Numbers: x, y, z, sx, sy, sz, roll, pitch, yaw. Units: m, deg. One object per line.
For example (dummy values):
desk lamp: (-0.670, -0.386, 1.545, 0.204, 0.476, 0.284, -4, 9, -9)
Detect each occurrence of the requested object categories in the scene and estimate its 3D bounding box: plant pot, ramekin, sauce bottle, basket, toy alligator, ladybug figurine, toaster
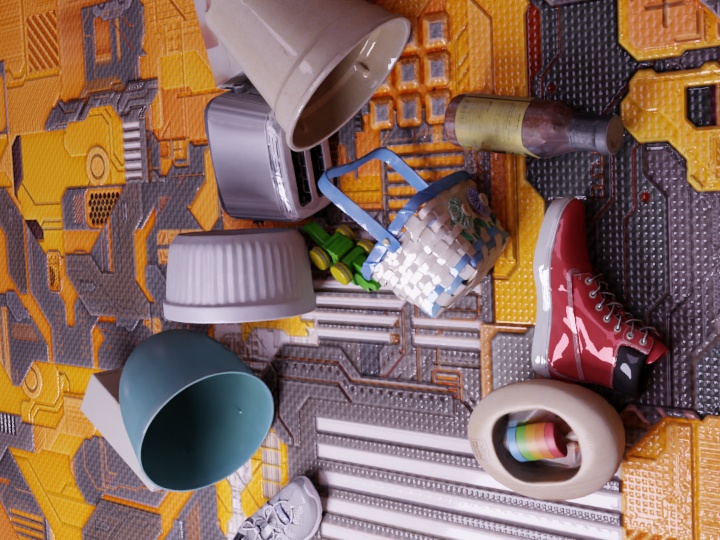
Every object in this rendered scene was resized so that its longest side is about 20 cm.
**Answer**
plant pot: (-0.074, -0.276, 1.219, 0.183, 0.200, 0.201, 45, 123, 9)
ramekin: (-0.156, 0.002, 1.347, 0.199, 0.199, 0.106, 3, 98, 41)
sauce bottle: (0.184, -0.153, 1.124, 0.199, 0.066, 0.067, 15, 104, 41)
basket: (0.061, -0.058, 1.176, 0.199, 0.176, 0.140, 38, 120, 10)
toy alligator: (0.000, 0.000, 1.313, 0.199, 0.059, 0.054, 34, 156, 34)
ladybug figurine: (0.202, 0.177, 1.130, 0.199, 0.072, 0.137, -10, 101, 45)
toaster: (-0.114, -0.140, 1.347, 0.128, 0.113, 0.202, 10, 117, 38)
plant pot: (-0.244, 0.177, 1.458, 0.161, 0.199, 0.202, 45, 122, 43)

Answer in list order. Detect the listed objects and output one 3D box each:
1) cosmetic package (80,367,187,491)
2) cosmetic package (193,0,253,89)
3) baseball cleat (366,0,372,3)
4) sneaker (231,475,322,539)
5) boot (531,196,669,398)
cosmetic package: (-0.323, 0.235, 1.586, 0.200, 0.103, 0.074, 39, 117, 30)
cosmetic package: (-0.155, -0.346, 1.377, 0.087, 0.103, 0.202, -21, 80, 39)
baseball cleat: (-0.018, -0.384, 1.250, 0.069, 0.106, 0.202, 29, 115, 30)
sneaker: (-0.123, 0.359, 1.436, 0.075, 0.082, 0.200, 52, 125, 24)
boot: (0.254, 0.027, 1.082, 0.143, 0.072, 0.202, 11, 110, 39)
